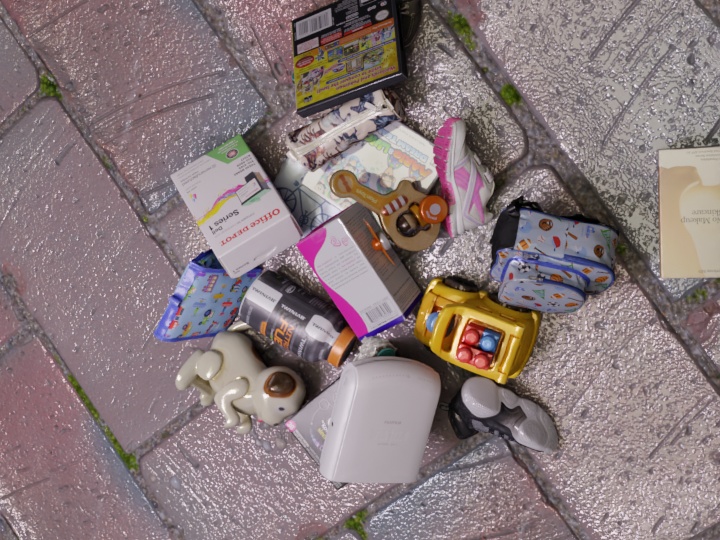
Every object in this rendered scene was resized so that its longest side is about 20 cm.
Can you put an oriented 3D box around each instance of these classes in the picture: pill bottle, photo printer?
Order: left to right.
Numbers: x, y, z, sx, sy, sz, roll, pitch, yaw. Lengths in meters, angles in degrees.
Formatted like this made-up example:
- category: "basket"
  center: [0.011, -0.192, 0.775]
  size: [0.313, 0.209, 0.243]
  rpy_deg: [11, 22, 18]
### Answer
- category: "pill bottle"
  center: [-0.103, 0.090, 1.671]
  size: [0.200, 0.106, 0.106]
  rpy_deg: [30, 104, 12]
- category: "photo printer"
  center: [0.034, 0.231, 1.493]
  size: [0.166, 0.069, 0.200]
  rpy_deg: [8, 104, -28]

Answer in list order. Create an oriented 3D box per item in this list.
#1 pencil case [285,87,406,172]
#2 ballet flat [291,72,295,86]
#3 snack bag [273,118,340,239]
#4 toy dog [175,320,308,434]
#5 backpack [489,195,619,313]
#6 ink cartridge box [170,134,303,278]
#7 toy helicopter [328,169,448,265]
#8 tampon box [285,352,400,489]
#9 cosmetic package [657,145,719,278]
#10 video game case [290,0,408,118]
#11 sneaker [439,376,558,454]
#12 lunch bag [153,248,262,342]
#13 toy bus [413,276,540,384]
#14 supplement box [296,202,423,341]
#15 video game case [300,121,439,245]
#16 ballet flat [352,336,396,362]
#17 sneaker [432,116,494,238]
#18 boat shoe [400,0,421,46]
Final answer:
- category: "pencil case"
  center: [-0.026, -0.236, 1.575]
  size: [0.200, 0.089, 0.078]
  rpy_deg: [-28, 88, 15]
- category: "ballet flat"
  center: [-0.021, -0.352, 1.618]
  size: [0.200, 0.072, 0.072]
  rpy_deg: [-28, 88, 21]
- category: "snack bag"
  center: [-0.062, -0.142, 1.674]
  size: [0.188, 0.021, 0.200]
  rpy_deg: [31, 102, 11]
- category: "toy dog"
  center: [-0.188, 0.200, 1.698]
  size: [0.200, 0.140, 0.194]
  rpy_deg: [24, 66, 27]
- category: "backpack"
  center: [0.300, -0.018, 1.486]
  size: [0.190, 0.200, 0.154]
  rpy_deg: [3, 78, 2]
- category: "ink cartridge box"
  center: [-0.211, -0.110, 1.635]
  size: [0.145, 0.084, 0.200]
  rpy_deg: [-32, 63, -4]
- category: "toy helicopter"
  center: [0.035, -0.094, 1.551]
  size: [0.200, 0.079, 0.132]
  rpy_deg: [28, 92, -10]
- category: "tampon box"
  center: [0.004, 0.246, 1.644]
  size: [0.200, 0.126, 0.150]
  rpy_deg: [-42, 84, 17]
- category: "cosmetic package"
  center: [0.511, -0.089, 1.473]
  size: [0.105, 0.071, 0.200]
  rpy_deg: [-2, 96, 17]
- category: "video game case"
  center: [-0.022, -0.360, 1.557]
  size: [0.200, 0.025, 0.181]
  rpy_deg: [-15, 67, 27]
- category: "sneaker"
  center: [0.229, 0.254, 1.605]
  size: [0.200, 0.076, 0.114]
  rpy_deg: [33, 141, -15]
- category: "lunch bag"
  center: [-0.278, 0.046, 1.670]
  size: [0.094, 0.200, 0.151]
  rpy_deg: [34, 105, 10]
- category: "toy bus"
  center: [0.172, 0.102, 1.542]
  size: [0.200, 0.192, 0.136]
  rpy_deg: [21, 104, 16]
- category: "supplement box"
  center: [0.000, 0.000, 1.604]
  size: [0.101, 0.103, 0.200]
  rpy_deg: [-29, 100, 30]
- category: "video game case"
  center: [0.025, -0.171, 1.625]
  size: [0.200, 0.024, 0.182]
  rpy_deg: [34, 101, 8]
- category: "ballet flat"
  center: [0.001, 0.196, 1.549]
  size: [0.072, 0.072, 0.200]
  rpy_deg: [23, 99, 14]
- category: "sneaker"
  center: [0.173, -0.156, 1.562]
  size: [0.088, 0.081, 0.200]
  rpy_deg: [-11, 117, -8]
- category: "boat shoe"
  center: [0.067, -0.471, 1.573]
  size: [0.067, 0.057, 0.200]
  rpy_deg: [9, 99, 16]
